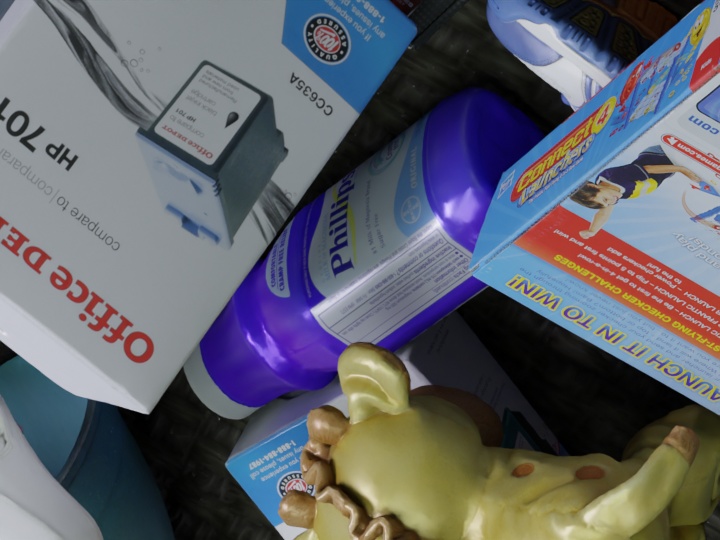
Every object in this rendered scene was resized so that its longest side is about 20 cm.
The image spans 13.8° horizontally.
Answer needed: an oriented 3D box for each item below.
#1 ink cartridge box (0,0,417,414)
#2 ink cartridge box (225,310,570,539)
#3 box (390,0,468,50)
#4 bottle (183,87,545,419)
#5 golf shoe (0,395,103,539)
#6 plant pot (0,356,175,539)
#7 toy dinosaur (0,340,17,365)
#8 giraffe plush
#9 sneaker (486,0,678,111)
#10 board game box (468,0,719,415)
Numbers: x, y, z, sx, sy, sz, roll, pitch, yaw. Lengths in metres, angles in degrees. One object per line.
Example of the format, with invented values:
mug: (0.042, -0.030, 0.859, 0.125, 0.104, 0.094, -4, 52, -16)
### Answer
ink cartridge box: (-0.096, -0.065, 1.213, 0.146, 0.200, 0.086, 40, 166, -23)
ink cartridge box: (0.046, 0.125, 1.391, 0.116, 0.067, 0.200, -30, 106, 29)
box: (0.005, -0.212, 1.222, 0.200, 0.044, 0.160, 43, 123, -9)
bottle: (0.000, 0.000, 1.324, 0.065, 0.084, 0.200, 33, 130, -28)
golf shoe: (-0.187, 0.065, 1.257, 0.200, 0.073, 0.092, 34, 125, 20)
plant pot: (-0.170, 0.151, 1.416, 0.199, 0.201, 0.188, -13, 130, 24)
toy dinosaur: (-0.157, 0.003, 1.310, 0.077, 0.103, 0.200, 26, 143, -8)
giraffe plush: (0.053, 0.109, 1.263, 0.162, 0.200, 0.173, 22, 89, 15)
sneaker: (0.127, -0.050, 1.260, 0.200, 0.075, 0.088, 35, 124, -3)
board game box: (0.177, -0.012, 1.180, 0.199, 0.056, 0.196, 29, 146, -15)
